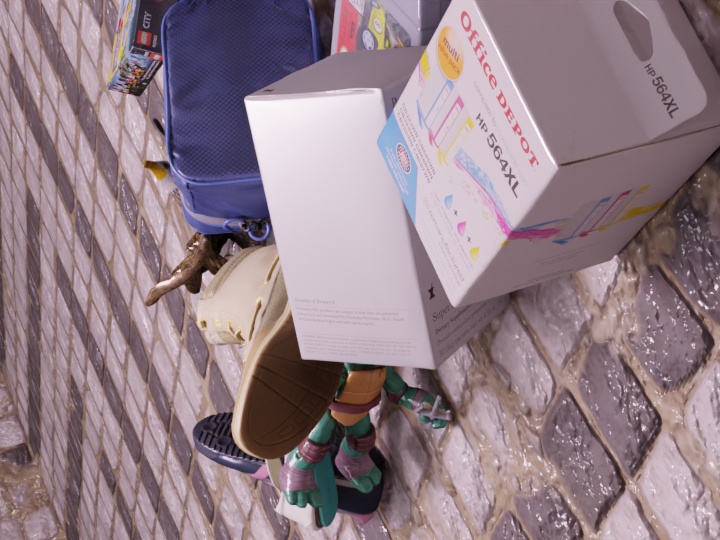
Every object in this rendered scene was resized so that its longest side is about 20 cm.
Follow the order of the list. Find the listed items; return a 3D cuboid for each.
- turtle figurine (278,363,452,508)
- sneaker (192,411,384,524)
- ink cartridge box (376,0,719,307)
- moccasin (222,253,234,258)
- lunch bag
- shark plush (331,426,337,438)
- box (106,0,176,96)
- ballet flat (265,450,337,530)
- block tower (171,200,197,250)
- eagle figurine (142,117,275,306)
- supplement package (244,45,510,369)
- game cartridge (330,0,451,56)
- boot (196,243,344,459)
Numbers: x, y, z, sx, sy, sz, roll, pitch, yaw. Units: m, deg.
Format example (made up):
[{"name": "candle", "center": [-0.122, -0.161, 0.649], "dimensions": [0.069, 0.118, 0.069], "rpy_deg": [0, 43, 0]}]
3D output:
[{"name": "turtle figurine", "center": [-0.001, 0.111, 1.181], "dimensions": [0.101, 0.149, 0.201], "rpy_deg": [-109, 30, -44]}, {"name": "sneaker", "center": [-0.073, 0.199, 1.375], "dimensions": [0.199, 0.070, 0.082], "rpy_deg": [14, 127, 19]}, {"name": "ink cartridge box", "center": [0.112, -0.089, 0.819], "dimensions": [0.129, 0.125, 0.200], "rpy_deg": [66, 156, 19]}, {"name": "moccasin", "center": [-0.098, 0.014, 1.409], "dimensions": [0.201, 0.077, 0.074], "rpy_deg": [-47, 58, 61]}, {"name": "lunch bag", "center": [-0.095, -0.123, 1.199], "dimensions": [0.132, 0.135, 0.201], "rpy_deg": [92, 175, -72]}, {"name": "shark plush", "center": [-0.043, 0.147, 1.393], "dimensions": [0.083, 0.091, 0.201], "rpy_deg": [-7, 95, 36]}, {"name": "box", "center": [-0.212, -0.292, 1.420], "dimensions": [0.137, 0.037, 0.201], "rpy_deg": [155, 124, -67]}, {"name": "ballet flat", "center": [-0.059, 0.145, 1.278], "dimensions": [0.069, 0.069, 0.201], "rpy_deg": [34, 131, 56]}, {"name": "block tower", "center": [-0.153, -0.082, 1.502], "dimensions": [0.058, 0.054, 0.200], "rpy_deg": [70, 156, 11]}, {"name": "eagle figurine", "center": [-0.141, -0.084, 1.318], "dimensions": [0.151, 0.151, 0.201], "rpy_deg": [64, -156, -50]}, {"name": "supplement package", "center": [0.016, -0.047, 1.002], "dimensions": [0.119, 0.121, 0.201], "rpy_deg": [2, 113, 35]}, {"name": "game cartridge", "center": [0.024, -0.169, 1.080], "dimensions": [0.133, 0.041, 0.201], "rpy_deg": [49, 147, 37]}, {"name": "boot", "center": [-0.080, 0.058, 1.114], "dimensions": [0.155, 0.073, 0.201], "rpy_deg": [-14, 53, 52]}]
